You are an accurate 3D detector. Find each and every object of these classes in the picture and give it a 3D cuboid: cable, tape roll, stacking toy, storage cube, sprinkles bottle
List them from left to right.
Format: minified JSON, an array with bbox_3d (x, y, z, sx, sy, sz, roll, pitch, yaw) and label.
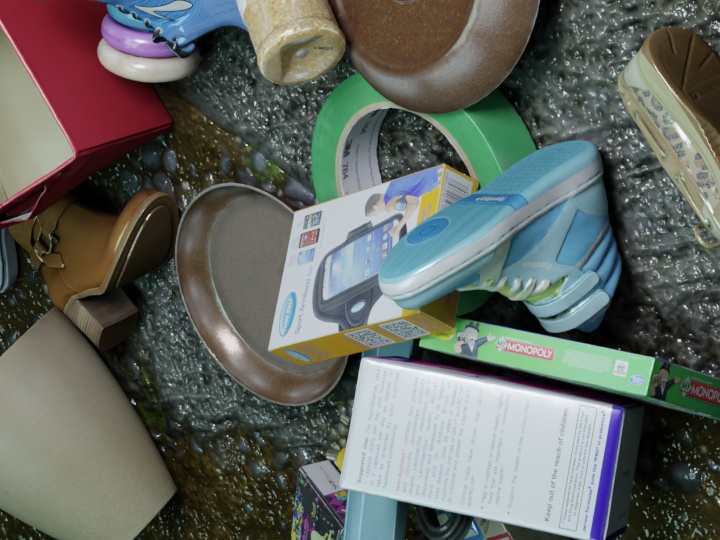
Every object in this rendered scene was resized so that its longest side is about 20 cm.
[{"bbox_3d":[-0.296,-0.141,1.856,0.171,0.180,0.200,-31,89,25],"label":"storage cube"},{"bbox_3d":[-0.163,-0.257,1.782,0.085,0.085,0.201,26,122,32],"label":"stacking toy"},{"bbox_3d":[-0.070,-0.233,1.648,0.068,0.068,0.201,-55,46,45],"label":"sprinkles bottle"},{"bbox_3d":[0.047,0.149,1.768,0.050,0.097,0.200,39,177,-41],"label":"cable"},{"bbox_3d":[0.051,-0.065,1.691,0.200,0.048,0.201,22,125,35],"label":"tape roll"}]

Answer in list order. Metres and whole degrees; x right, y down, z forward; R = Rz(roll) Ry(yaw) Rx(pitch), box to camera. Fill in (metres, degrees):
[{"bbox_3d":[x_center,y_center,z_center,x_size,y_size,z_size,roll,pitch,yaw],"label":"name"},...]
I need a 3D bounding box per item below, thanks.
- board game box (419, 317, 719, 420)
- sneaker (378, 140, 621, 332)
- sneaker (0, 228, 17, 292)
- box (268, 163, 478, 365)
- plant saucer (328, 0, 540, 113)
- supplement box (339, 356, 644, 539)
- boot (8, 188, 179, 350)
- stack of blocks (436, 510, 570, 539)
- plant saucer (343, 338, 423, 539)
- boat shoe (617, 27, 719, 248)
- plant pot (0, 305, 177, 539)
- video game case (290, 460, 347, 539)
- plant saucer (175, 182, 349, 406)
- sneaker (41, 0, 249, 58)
[{"bbox_3d":[0.160,0.070,1.597,0.200,0.134,0.029,12,85,40],"label":"board game box"},{"bbox_3d":[0.111,0.006,1.568,0.079,0.200,0.131,12,129,57],"label":"sneaker"},{"bbox_3d":[-0.370,-0.063,2.087,0.073,0.071,0.201,12,119,40],"label":"sneaker"},{"bbox_3d":[0.000,0.000,1.662,0.200,0.041,0.119,-15,57,46],"label":"box"},{"bbox_3d":[0.041,-0.212,1.592,0.200,0.037,0.201,7,100,41],"label":"plant saucer"},{"bbox_3d":[0.098,0.129,1.631,0.199,0.101,0.104,9,91,15],"label":"supplement box"},{"bbox_3d":[-0.244,-0.042,1.985,0.155,0.077,0.200,49,144,19],"label":"boot"},{"bbox_3d":[0.117,0.246,1.784,0.115,0.059,0.201,-24,94,48],"label":"stack of blocks"},{"bbox_3d":[0.020,0.129,1.735,0.070,0.019,0.201,7,91,57],"label":"plant saucer"},{"bbox_3d":[0.244,-0.068,1.491,0.200,0.073,0.063,62,145,15],"label":"boat shoe"},{"bbox_3d":[-0.271,0.167,2.055,0.200,0.187,0.187,43,137,-1],"label":"plant pot"},{"bbox_3d":[-0.007,0.295,1.911,0.181,0.036,0.201,46,139,45],"label":"video game case"},{"bbox_3d":[-0.075,0.016,1.871,0.200,0.032,0.201,23,126,35],"label":"plant saucer"},{"bbox_3d":[-0.157,-0.208,1.724,0.199,0.079,0.090,4,108,-1],"label":"sneaker"}]
